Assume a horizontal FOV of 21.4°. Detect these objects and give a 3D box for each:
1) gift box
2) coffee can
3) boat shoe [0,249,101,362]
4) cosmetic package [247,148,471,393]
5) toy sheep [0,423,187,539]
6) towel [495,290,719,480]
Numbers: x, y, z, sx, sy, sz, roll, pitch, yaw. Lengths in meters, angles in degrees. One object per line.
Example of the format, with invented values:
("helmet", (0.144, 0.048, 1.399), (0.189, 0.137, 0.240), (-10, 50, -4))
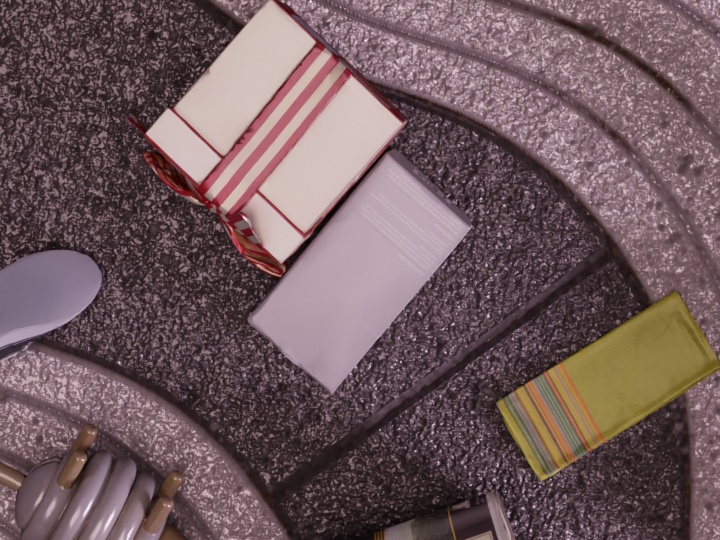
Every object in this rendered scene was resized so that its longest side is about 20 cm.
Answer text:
("gift box", (-0.083, -0.119, 1.654), (0.184, 0.200, 0.187), (43, 97, 3))
("coffee can", (0.052, 0.298, 1.708), (0.198, 0.146, 0.148), (-19, 94, 4))
("boat shoe", (-0.328, 0.050, 1.741), (0.199, 0.068, 0.074), (-35, 82, -19))
("cosmetic package", (0.000, 0.000, 1.715), (0.107, 0.090, 0.200), (42, 99, -2))
("toy sheep", (-0.243, 0.221, 1.723), (0.199, 0.138, 0.139), (31, 96, -4))
("towel", (0.228, 0.107, 1.747), (0.199, 0.018, 0.087), (-32, 94, 5))
